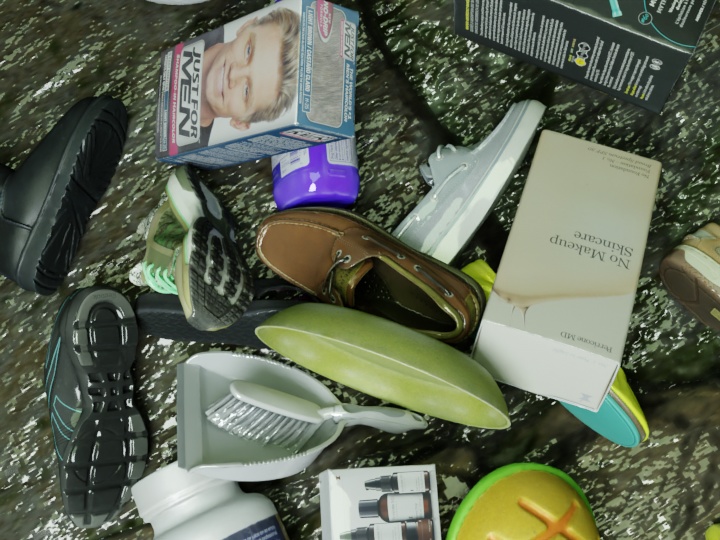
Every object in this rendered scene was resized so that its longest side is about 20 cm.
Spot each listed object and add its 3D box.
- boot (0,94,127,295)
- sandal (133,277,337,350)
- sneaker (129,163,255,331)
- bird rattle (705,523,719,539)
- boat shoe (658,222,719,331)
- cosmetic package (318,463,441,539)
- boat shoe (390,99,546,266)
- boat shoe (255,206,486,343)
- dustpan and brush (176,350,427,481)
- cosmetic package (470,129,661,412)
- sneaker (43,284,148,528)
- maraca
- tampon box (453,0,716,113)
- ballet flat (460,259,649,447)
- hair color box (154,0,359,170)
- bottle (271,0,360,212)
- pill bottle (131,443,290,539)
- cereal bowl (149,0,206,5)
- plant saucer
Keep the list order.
[{"bbox_3d":[-0.313,-0.083,0.825,0.161,0.073,0.200,20,82,12],"label":"boot"},{"bbox_3d":[-0.090,0.031,0.779,0.199,0.075,0.048,6,61,6],"label":"sandal"},{"bbox_3d":[-0.144,-0.003,0.755,0.088,0.200,0.077,-38,122,11],"label":"sneaker"},{"bbox_3d":[0.358,0.214,0.685,0.199,0.113,0.164,17,64,6],"label":"bird rattle"},{"bbox_3d":[0.334,0.040,0.738,0.076,0.072,0.200,-38,77,-15],"label":"boat shoe"},{"bbox_3d":[0.017,0.242,0.660,0.082,0.051,0.202,-1,74,-10],"label":"cosmetic package"},{"bbox_3d":[0.078,-0.069,0.781,0.071,0.070,0.201,35,86,8],"label":"boat shoe"},{"bbox_3d":[0.000,0.000,0.730,0.199,0.068,0.072,18,106,16],"label":"boat shoe"},{"bbox_3d":[-0.042,0.117,0.749,0.199,0.140,0.057,18,116,-21],"label":"dustpan and brush"},{"bbox_3d":[0.160,-0.005,0.720,0.103,0.073,0.201,16,53,8],"label":"cosmetic package"},{"bbox_3d":[-0.223,0.111,0.781,0.079,0.075,0.202,6,93,50],"label":"sneaker"},{"bbox_3d":[0.118,0.244,0.694,0.136,0.107,0.202,7,85,-19],"label":"maraca"},{"bbox_3d":[0.195,-0.251,0.778,0.199,0.126,0.151,25,81,11],"label":"tampon box"},{"bbox_3d":[0.156,0.057,0.755,0.199,0.067,0.067,35,63,13],"label":"ballet flat"},{"bbox_3d":[-0.089,-0.145,0.755,0.199,0.060,0.101,-4,82,47],"label":"hair color box"},{"bbox_3d":[-0.044,-0.149,0.803,0.065,0.083,0.202,1,75,-29],"label":"bottle"},{"bbox_3d":[-0.099,0.241,0.714,0.110,0.111,0.201,-26,77,0],"label":"pill bottle"},{"bbox_3d":[-0.158,-0.329,0.850,0.198,0.083,0.202,-1,78,5],"label":"cereal bowl"},{"bbox_3d":[0.019,0.068,0.694,0.199,0.200,0.031,18,76,9],"label":"plant saucer"}]
